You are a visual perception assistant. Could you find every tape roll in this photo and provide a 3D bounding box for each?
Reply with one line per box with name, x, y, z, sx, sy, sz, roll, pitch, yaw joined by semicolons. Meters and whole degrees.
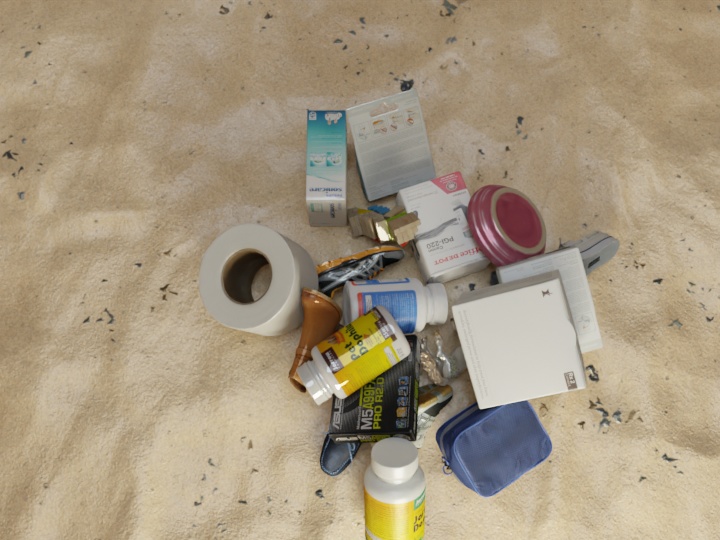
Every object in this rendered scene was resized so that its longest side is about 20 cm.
tape roll;-0.196;0.021;1.433;0.200;0.139;0.206;-3;79;17

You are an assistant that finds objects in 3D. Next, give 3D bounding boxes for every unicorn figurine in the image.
unicorn figurine;0.210;0.162;1.467;0.199;0.074;0.138;-33;85;-9

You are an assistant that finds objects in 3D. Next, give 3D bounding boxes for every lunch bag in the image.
lunch bag;0.240;0.327;1.385;0.199;0.132;0.137;-29;92;-10

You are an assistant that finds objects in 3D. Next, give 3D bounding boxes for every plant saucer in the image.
plant saucer;0.311;-0.092;1.506;0.199;0.051;0.203;16;59;-27

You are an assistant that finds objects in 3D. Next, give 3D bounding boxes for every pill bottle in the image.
pill bottle;0.069;0.072;1.460;0.197;0.112;0.114;-3;73;-11
pill bottle;0.061;0.406;1.313;0.111;0.113;0.202;-2;114;-2
pill bottle;-0.015;0.159;1.345;0.199;0.109;0.110;-33;76;-5

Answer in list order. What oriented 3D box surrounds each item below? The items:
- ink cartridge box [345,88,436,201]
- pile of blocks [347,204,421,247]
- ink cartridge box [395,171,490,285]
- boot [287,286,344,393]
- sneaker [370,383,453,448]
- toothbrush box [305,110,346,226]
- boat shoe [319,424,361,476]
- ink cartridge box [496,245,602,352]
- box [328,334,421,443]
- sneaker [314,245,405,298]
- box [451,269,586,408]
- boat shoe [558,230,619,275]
ink cartridge box;0.063;-0.265;1.548;0.158;0.047;0.202;-18;110;-6
pile of blocks;0.052;-0.090;1.513;0.082;0.063;0.199;-35;33;-29
ink cartridge box;0.173;-0.086;1.532;0.144;0.085;0.202;-18;76;-7
boot;-0.096;0.136;1.397;0.073;0.201;0.156;19;63;28
sneaker;0.105;0.298;1.429;0.199;0.075;0.088;-31;106;-20
toothbrush box;-0.069;-0.210;1.531;0.084;0.147;0.203;-1;74;-1
boat shoe;-0.023;0.298;1.416;0.083;0.069;0.202;23;74;6
ink cartridge box;0.368;0.070;1.429;0.158;0.047;0.202;-16;95;3
box;0.030;0.222;1.382;0.158;0.044;0.202;-5;54;16
sneaker;0.000;0.000;1.511;0.198;0.078;0.078;-18;86;-2
box;0.292;0.123;1.340;0.198;0.131;0.201;-15;93;17
boat shoe;0.440;-0.034;1.524;0.201;0.075;0.086;-29;46;-21
